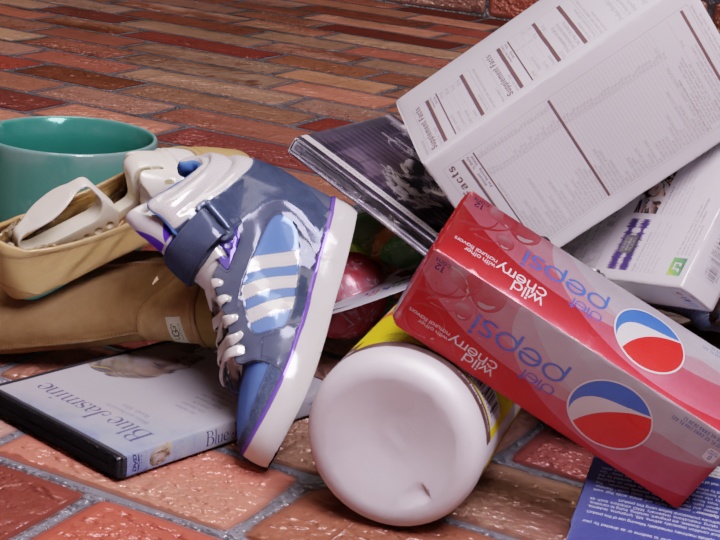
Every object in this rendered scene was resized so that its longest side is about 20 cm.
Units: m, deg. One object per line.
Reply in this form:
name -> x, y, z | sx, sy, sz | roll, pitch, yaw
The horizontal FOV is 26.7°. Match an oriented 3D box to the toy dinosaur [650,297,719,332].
toy dinosaur -> 0.269, 0.032, 1.091 | 0.180, 0.201, 0.106 | -17, 36, 26

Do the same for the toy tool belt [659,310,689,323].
toy tool belt -> 0.280, -0.014, 1.296 | 0.198, 0.126, 0.123 | -3, 27, -26

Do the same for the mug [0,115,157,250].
mug -> -0.262, -0.066, 1.318 | 0.151, 0.116, 0.184 | -11, 22, -40

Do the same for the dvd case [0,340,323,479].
dvd case -> -0.132, 0.085, 1.028 | 0.142, 0.018, 0.199 | 20, 23, 38

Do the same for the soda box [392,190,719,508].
soda box -> 0.121, 0.044, 0.862 | 0.199, 0.070, 0.064 | 32, 43, 2

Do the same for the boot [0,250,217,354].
boot -> -0.172, -0.005, 1.110 | 0.198, 0.067, 0.176 | -2, 32, 20

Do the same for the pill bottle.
pill bottle -> 0.046, 0.074, 0.958 | 0.108, 0.110, 0.200 | 10, 17, 15

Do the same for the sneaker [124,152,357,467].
sneaker -> -0.093, 0.016, 0.984 | 0.145, 0.202, 0.081 | 20, -28, -5

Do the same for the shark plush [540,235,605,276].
shark plush -> 0.141, 0.038, 0.972 | 0.090, 0.200, 0.084 | -5, 55, 18

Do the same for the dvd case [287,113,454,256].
dvd case -> 0.044, -0.057, 1.093 | 0.148, 0.016, 0.200 | 38, 20, 10

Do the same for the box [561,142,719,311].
box -> 0.198, -0.049, 1.049 | 0.036, 0.145, 0.200 | 35, -12, -27

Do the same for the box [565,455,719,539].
box -> 0.197, 0.126, 0.896 | 0.120, 0.033, 0.200 | 11, 37, 18

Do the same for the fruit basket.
fruit basket -> 0.000, 0.000, 1.124 | 0.184, 0.095, 0.200 | -18, 3, 20

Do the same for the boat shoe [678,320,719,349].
boat shoe -> 0.237, 0.075, 1.121 | 0.199, 0.064, 0.073 | -17, 39, -36

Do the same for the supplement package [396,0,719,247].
supplement package -> 0.140, -0.109, 1.002 | 0.199, 0.114, 0.110 | -33, 28, 9

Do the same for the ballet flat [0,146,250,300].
ballet flat -> -0.167, -0.045, 1.060 | 0.199, 0.063, 0.069 | -30, 46, -12
